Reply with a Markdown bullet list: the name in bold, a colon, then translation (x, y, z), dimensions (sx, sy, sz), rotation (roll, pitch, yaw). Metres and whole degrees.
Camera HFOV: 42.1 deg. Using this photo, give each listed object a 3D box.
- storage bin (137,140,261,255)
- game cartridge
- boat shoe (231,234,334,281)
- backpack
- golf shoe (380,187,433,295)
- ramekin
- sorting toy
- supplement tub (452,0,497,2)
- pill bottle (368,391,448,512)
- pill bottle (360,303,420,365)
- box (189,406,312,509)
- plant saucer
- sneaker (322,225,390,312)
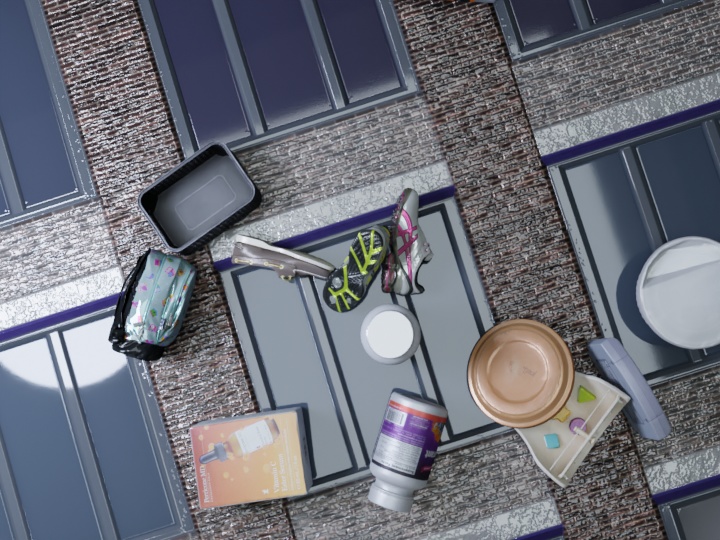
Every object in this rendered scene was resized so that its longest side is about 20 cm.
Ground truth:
- **storage bin**: translation (-0.302, -0.135, 1.771), dimensions (0.200, 0.094, 0.136), rotation (-35, 86, -1)
- **game cartridge**: translation (0.486, 0.212, 1.697), dimensions (0.040, 0.133, 0.201), rotation (-30, 86, -1)
- **boat shoe**: translation (-0.148, -0.014, 1.770), dimensions (0.199, 0.072, 0.060), rotation (17, 93, 7)
- **backpack**: translation (-0.385, 0.064, 1.743), dimensions (0.126, 0.167, 0.201), rotation (20, 84, -16)
- **golf shoe**: translation (0.094, -0.054, 1.764), dimensions (0.091, 0.073, 0.201), rotation (8, 96, -1)
- **ramekin**: translation (0.602, 0.041, 1.723), dimensions (0.201, 0.094, 0.204), rotation (0, 87, 3)
- **sorting toy**: translation (0.362, 0.259, 1.723), dimensions (0.180, 0.107, 0.200), rotation (37, 94, 14)
- **supplement tub**: translation (0.166, -0.572, 1.764), dimensions (0.199, 0.123, 0.123), rotation (4, 87, 3)
- **pill bottle**: translation (0.082, 0.334, 1.717), dimensions (0.111, 0.111, 0.201), rotation (17, 88, 3)
- **pill bottle**: translation (0.055, 0.115, 1.687), dimensions (0.108, 0.200, 0.110), rotation (0, 87, 3)
- **box**: translation (-0.200, 0.345, 1.730), dimensions (0.199, 0.106, 0.153), rotation (-9, 86, 1)
- **plant saucer**: translation (0.292, 0.188, 1.718), dimensions (0.199, 0.032, 0.202), rotation (-6, 75, 24)
- **sneaker**: translation (0.000, 0.000, 1.742), dimensions (0.075, 0.076, 0.200), rotation (43, 122, 9)
